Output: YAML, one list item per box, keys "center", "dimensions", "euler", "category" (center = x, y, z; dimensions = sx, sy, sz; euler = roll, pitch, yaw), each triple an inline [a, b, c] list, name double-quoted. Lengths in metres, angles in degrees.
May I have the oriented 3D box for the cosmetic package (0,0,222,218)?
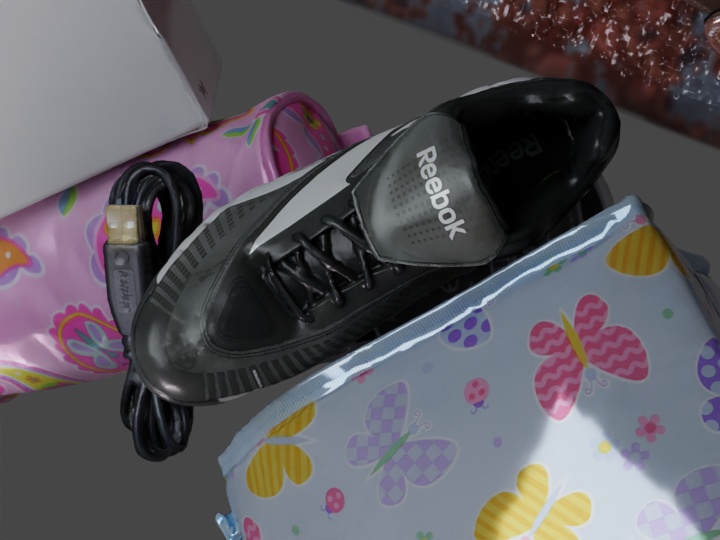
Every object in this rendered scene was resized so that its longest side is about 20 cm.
- center: [-0.168, -0.075, 1.046]
  dimensions: [0.200, 0.085, 0.108]
  euler: [-23, 110, 10]
  category: "cosmetic package"

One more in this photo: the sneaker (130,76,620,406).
- center: [0.009, -0.018, 0.902]
  dimensions: [0.200, 0.090, 0.067]
  euler: [-29, 91, -15]
  category: "sneaker"

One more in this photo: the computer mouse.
- center: [0.000, 0.000, 0.973]
  dimensions: [0.044, 0.199, 0.110]
  euler: [-170, 70, -74]
  category: "computer mouse"

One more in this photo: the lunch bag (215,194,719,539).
- center: [0.060, 0.098, 0.918]
  dimensions: [0.200, 0.127, 0.170]
  euler: [-30, 66, 12]
  category: "lunch bag"

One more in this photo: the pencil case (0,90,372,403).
- center: [-0.088, -0.008, 1.057]
  dimensions: [0.200, 0.087, 0.088]
  euler: [-20, 71, 27]
  category: "pencil case"

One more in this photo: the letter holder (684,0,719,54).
- center: [0.150, -0.103, 0.854]
  dimensions: [0.142, 0.200, 0.101]
  euler: [-19, 71, 28]
  category: "letter holder"
